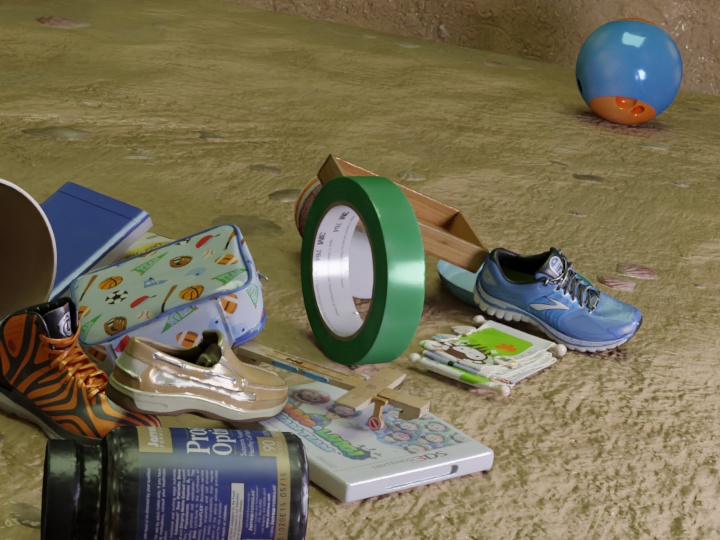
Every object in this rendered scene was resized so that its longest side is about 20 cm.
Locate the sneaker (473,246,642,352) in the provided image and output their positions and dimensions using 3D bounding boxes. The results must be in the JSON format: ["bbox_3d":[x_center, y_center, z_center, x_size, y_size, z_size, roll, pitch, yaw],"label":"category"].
[{"bbox_3d":[0.229,0.028,1.864,0.199,0.089,0.079,18,44,11],"label":"sneaker"}]

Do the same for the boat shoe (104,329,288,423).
[{"bbox_3d":[-0.135,0.091,1.460,0.072,0.076,0.200,28,14,39],"label":"boat shoe"}]

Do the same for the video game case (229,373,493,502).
[{"bbox_3d":[-0.005,0.154,1.533,0.182,0.024,0.200,-7,23,-39],"label":"video game case"}]

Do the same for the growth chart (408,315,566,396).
[{"bbox_3d":[0.138,0.092,1.790,0.144,0.018,0.200,17,19,26],"label":"growth chart"}]

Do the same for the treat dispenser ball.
[{"bbox_3d":[0.508,-0.377,3.051,0.200,0.202,0.201,7,18,-2],"label":"treat dispenser ball"}]

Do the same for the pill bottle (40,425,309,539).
[{"bbox_3d":[-0.147,0.178,1.263,0.199,0.112,0.112,4,19,-14],"label":"pill bottle"}]

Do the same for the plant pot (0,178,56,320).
[{"bbox_3d":[-0.441,-0.019,1.642,0.187,0.188,0.200,-8,16,-40],"label":"plant pot"}]

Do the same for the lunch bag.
[{"bbox_3d":[-0.191,0.031,1.626,0.199,0.076,0.160,-19,31,-3],"label":"lunch bag"}]

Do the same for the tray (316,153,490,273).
[{"bbox_3d":[0.050,-0.065,1.881,0.200,0.037,0.099,21,24,-31],"label":"tray"}]

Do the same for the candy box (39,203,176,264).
[{"bbox_3d":[-0.324,-0.017,1.848,0.199,0.061,0.136,16,20,22],"label":"candy box"}]

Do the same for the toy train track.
[{"bbox_3d":[-0.030,0.113,1.553,0.199,0.033,0.115,18,20,22],"label":"toy train track"}]

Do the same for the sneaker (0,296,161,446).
[{"bbox_3d":[-0.263,0.091,1.470,0.199,0.112,0.078,18,21,25],"label":"sneaker"}]

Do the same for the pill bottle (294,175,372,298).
[{"bbox_3d":[-0.011,-0.044,1.977,0.114,0.115,0.200,3,19,-13],"label":"pill bottle"}]

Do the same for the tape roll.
[{"bbox_3d":[0.000,0.000,1.714,0.048,0.201,0.200,-2,21,-29],"label":"tape roll"}]

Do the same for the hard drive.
[{"bbox_3d":[-0.339,-0.014,1.741,0.132,0.025,0.200,20,51,33],"label":"hard drive"}]

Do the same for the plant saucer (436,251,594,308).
[{"bbox_3d":[0.192,0.020,2.011,0.199,0.028,0.200,8,19,-3],"label":"plant saucer"}]
